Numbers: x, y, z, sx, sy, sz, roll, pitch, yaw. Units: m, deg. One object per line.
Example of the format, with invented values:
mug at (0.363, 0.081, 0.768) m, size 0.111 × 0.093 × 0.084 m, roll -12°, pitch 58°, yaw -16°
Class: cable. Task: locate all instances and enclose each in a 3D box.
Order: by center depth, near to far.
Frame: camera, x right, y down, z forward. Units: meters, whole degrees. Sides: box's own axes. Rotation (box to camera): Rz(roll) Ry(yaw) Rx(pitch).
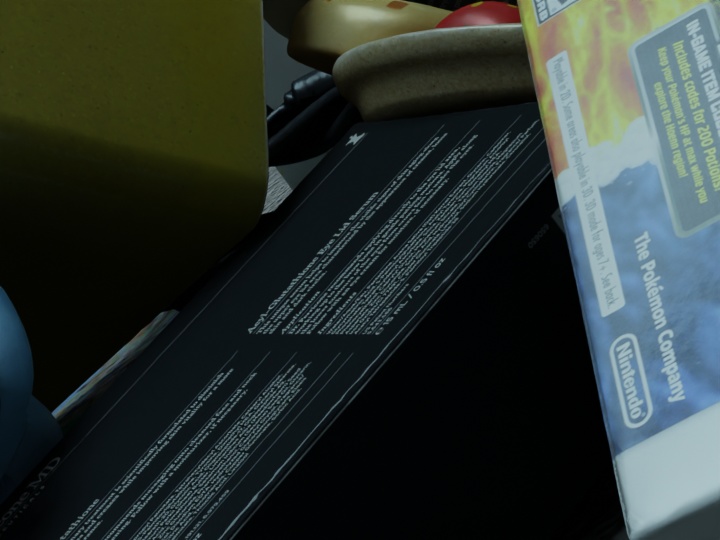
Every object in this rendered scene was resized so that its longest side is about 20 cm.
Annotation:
cable at (-0.042, -0.035, 0.902) m, size 0.163 × 0.051 × 0.200 m, roll -14°, pitch 19°, yaw 8°

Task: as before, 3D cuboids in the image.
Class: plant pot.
plant pot at (-0.155, -0.082, 0.796) m, size 0.200 × 0.176 × 0.200 m, roll -39°, pitch 49°, yaw 53°

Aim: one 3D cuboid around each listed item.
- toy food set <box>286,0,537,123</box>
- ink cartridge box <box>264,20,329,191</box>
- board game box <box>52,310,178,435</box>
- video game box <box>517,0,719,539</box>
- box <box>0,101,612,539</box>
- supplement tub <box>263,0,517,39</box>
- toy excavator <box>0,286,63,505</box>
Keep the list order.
toy food set at (0.088, -0.064, 0.770) m, size 0.198 × 0.049 × 0.200 m, roll 6°, pitch -7°, yaw -24°
ink cartridge box at (0.015, -0.106, 1.045) m, size 0.125 × 0.200 × 0.129 m, roll -33°, pitch 10°, yaw 20°
board game box at (-0.079, 0.037, 0.932) m, size 0.135 × 0.029 × 0.200 m, roll -34°, pitch 8°, yaw 29°
video game box at (0.131, -0.038, 0.530) m, size 0.182 × 0.047 × 0.200 m, roll -27°, pitch 38°, yaw 17°
box at (-0.006, 0.045, 0.671) m, size 0.200 × 0.079 × 0.141 m, roll -48°, pitch 24°, yaw -22°
supplement tub at (0.041, -0.142, 0.877) m, size 0.140 × 0.200 × 0.141 m, roll -170°, pitch 90°, yaw -79°
toy excavator at (-0.141, 0.083, 0.748) m, size 0.200 × 0.100 × 0.195 m, roll 8°, pitch -65°, yaw -58°
